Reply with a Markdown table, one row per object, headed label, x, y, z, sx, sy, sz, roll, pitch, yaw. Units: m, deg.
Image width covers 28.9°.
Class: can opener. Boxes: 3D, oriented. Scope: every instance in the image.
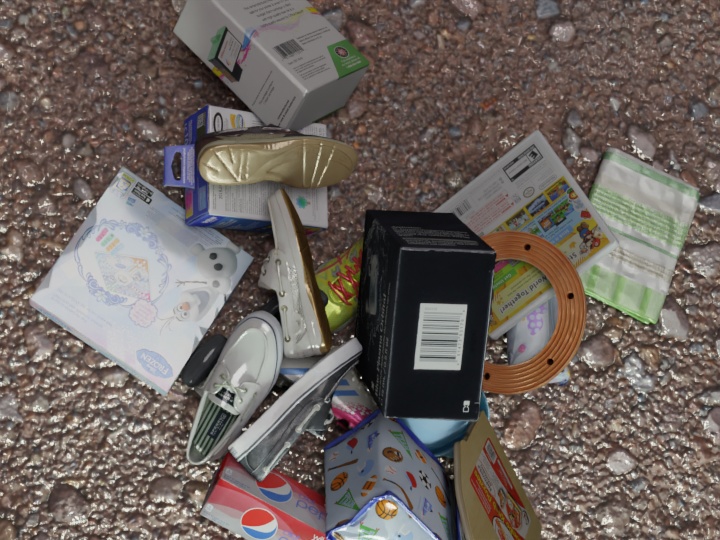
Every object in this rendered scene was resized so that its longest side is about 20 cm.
| label | x | y | z | sx | sy | sz | roll | pitch | yaw |
| --- | --- | --- | --- | --- | --- | --- | --- | --- | --- |
| can opener | -0.129 | 0.079 | 1.684 | 0.199 | 0.067 | 0.053 | -41 | 69 | 0 |

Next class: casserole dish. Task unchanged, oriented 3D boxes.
| label | x | y | z | sx | sy | sz | roll | pitch | yaw |
| --- | --- | --- | --- | --- | --- | --- | --- | --- | --- |
| casserole dish | 0.081 | 0.141 | 1.758 | 0.120 | 0.039 | 0.202 | -25 | 87 | -17 |

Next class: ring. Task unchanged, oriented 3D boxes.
| label | x | y | z | sx | sy | sz | roll | pitch | yaw |
| --- | --- | --- | --- | --- | --- | --- | --- | --- | --- |
| ring | 0.183 | 0.052 | 1.722 | 0.197 | 0.019 | 0.204 | -4 | 79 | 22 |

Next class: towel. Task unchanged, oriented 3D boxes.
| label | x | y | z | sx | sy | sz | roll | pitch | yaw |
| --- | --- | --- | --- | --- | --- | --- | --- | --- | --- |
| towel | 0.361 | -0.046 | 1.871 | 0.147 | 0.031 | 0.202 | 24 | 77 | -6 |

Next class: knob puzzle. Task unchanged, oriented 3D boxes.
| label | x | y | z | sx | sy | sz | roll | pitch | yaw |
| --- | --- | --- | --- | --- | --- | --- | --- | --- | --- |
| knob puzzle | 0.152 | 0.293 | 1.674 | 0.030 | 0.219 | 0.223 | -21 | 84 | 25 |

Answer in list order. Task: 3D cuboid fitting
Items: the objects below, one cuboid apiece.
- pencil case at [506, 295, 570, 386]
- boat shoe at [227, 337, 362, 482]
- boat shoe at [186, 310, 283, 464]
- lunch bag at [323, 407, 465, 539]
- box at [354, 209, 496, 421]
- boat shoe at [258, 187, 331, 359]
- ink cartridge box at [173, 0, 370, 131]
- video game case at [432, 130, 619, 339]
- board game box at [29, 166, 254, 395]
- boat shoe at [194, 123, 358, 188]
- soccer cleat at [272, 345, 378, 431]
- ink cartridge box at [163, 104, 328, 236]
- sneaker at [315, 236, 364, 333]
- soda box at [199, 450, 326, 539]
| label | x | y | z | sx | sy | sz | roll | pitch | yaw |
| --- | --- | --- | --- | --- | --- | --- | --- | --- | --- |
| pencil case | 0.225 | 0.046 | 1.784 | 0.082 | 0.091 | 0.203 | 1 | 78 | -14 |
| boat shoe | -0.063 | 0.165 | 1.640 | 0.200 | 0.072 | 0.068 | -43 | 89 | -9 |
| boat shoe | -0.147 | 0.145 | 1.633 | 0.073 | 0.067 | 0.202 | 25 | 110 | 9 |
| lunch bag | 0.058 | 0.289 | 1.638 | 0.123 | 0.171 | 0.200 | -34 | 115 | 19 |
| box | 0.069 | 0.047 | 1.619 | 0.115 | 0.200 | 0.200 | 3 | 104 | -11 |
| boat shoe | -0.090 | 0.006 | 1.646 | 0.068 | 0.071 | 0.203 | -15 | 83 | 9 |
| ink cartridge box | -0.110 | -0.276 | 1.719 | 0.200 | 0.084 | 0.144 | 45 | 39 | 10 |
| video game case | 0.196 | -0.045 | 1.756 | 0.199 | 0.023 | 0.183 | -38 | 69 | 12 |
| board game box | -0.264 | 0.013 | 1.695 | 0.199 | 0.043 | 0.200 | 35 | 71 | -5 |
| boat shoe | -0.100 | -0.140 | 1.644 | 0.197 | 0.073 | 0.065 | -4 | 41 | -22 |
| soccer cleat | -0.020 | 0.147 | 1.715 | 0.198 | 0.070 | 0.087 | 32 | 75 | -5 |
| ink cartridge box | -0.141 | -0.121 | 1.707 | 0.198 | 0.076 | 0.139 | 6 | 76 | -32 |
| sneaker | 0.000 | 0.000 | 1.738 | 0.078 | 0.090 | 0.200 | 46 | 74 | -3 |
| soda box | -0.087 | 0.295 | 1.660 | 0.198 | 0.070 | 0.064 | 29 | 117 | -6 |
